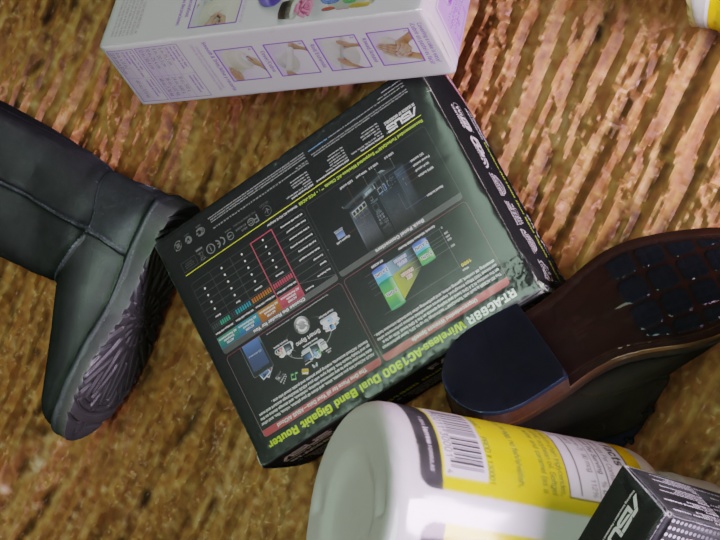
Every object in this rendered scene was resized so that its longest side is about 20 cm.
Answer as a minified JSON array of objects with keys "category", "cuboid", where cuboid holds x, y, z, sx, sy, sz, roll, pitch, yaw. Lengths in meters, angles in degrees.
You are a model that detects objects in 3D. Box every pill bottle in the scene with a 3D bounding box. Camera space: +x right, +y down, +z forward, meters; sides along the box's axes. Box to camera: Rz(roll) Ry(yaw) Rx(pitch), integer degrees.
[{"category":"pill bottle","cuboid":[0.083,0.136,0.840,0.199,0.114,0.115,13,90,-20]}]

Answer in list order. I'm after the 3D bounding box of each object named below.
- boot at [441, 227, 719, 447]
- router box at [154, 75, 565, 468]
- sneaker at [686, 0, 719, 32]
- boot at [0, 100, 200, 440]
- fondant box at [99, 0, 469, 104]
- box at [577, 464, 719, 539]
[{"category":"boot","cuboid":[0.138,0.044,0.906,0.199,0.097,0.075,-20,56,-6]},{"category":"router box","cuboid":[0.000,0.000,0.967,0.200,0.062,0.150,-33,73,19]},{"category":"sneaker","cuboid":[0.235,-0.213,0.875,0.090,0.075,0.201,17,100,16]},{"category":"boot","cuboid":[-0.216,-0.009,1.063,0.199,0.066,0.165,27,89,21]},{"category":"fondant box","cuboid":[-0.035,-0.173,0.963,0.199,0.058,0.145,-4,55,25]},{"category":"box","cuboid":[0.159,0.202,0.807,0.194,0.199,0.048,-60,32,16]}]
